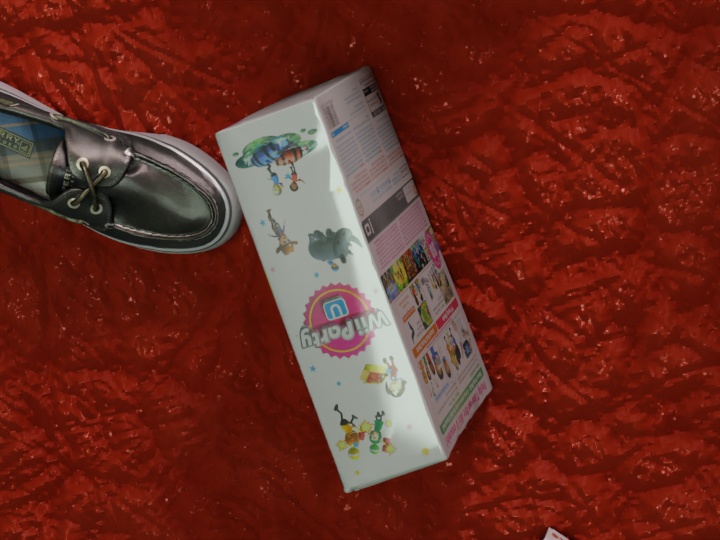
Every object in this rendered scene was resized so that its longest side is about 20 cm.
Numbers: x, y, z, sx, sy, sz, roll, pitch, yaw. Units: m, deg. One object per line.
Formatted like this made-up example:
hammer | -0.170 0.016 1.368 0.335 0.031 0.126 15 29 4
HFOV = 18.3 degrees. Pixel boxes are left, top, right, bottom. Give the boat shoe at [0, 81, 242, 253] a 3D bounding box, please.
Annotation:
boat shoe | -0.166 -0.057 1.293 0.199 0.057 0.069 20 106 9

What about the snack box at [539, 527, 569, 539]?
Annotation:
snack box | 0.085 0.249 1.313 0.072 0.024 0.201 34 109 5

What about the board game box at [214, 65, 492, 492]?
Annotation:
board game box | 0.000 0.000 1.216 0.064 0.148 0.201 -19 96 16
